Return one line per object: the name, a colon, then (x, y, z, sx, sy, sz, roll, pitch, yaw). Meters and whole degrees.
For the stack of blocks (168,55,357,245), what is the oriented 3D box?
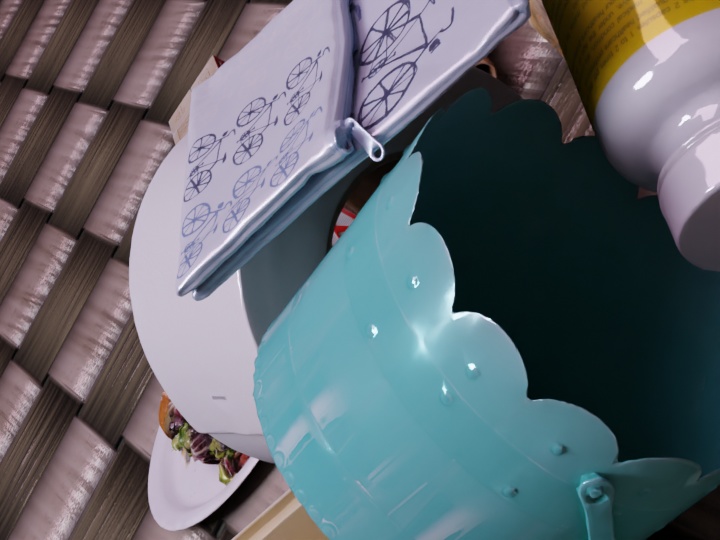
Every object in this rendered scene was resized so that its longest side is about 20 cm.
stack of blocks: (-0.052, -0.059, 1.297, 0.059, 0.115, 0.200, -55, 23, 14)

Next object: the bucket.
bucket: (0.064, 0.041, 0.844, 0.135, 0.207, 0.207, -48, 26, 32)

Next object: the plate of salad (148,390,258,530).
plate of salad: (-0.092, 0.074, 1.313, 0.200, 0.048, 0.200, -45, 27, 31)

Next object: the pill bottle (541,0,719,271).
pill bottle: (0.143, -0.103, 0.867, 0.111, 0.111, 0.200, -43, 49, 35)

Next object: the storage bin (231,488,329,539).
storage bin: (-0.040, 0.232, 0.964, 0.199, 0.094, 0.200, -44, 27, 34)

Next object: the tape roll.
tape roll: (0.000, 0.000, 1.012, 0.139, 0.202, 0.203, -7, 57, 62)

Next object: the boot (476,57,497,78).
boot: (0.047, -0.150, 1.243, 0.200, 0.077, 0.155, -60, 21, 8)

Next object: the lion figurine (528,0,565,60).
lion figurine: (0.151, -0.219, 1.106, 0.200, 0.123, 0.072, -46, 28, -6)

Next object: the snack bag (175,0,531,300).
snack bag: (-0.006, -0.095, 0.879, 0.200, 0.021, 0.189, -39, 25, 22)
